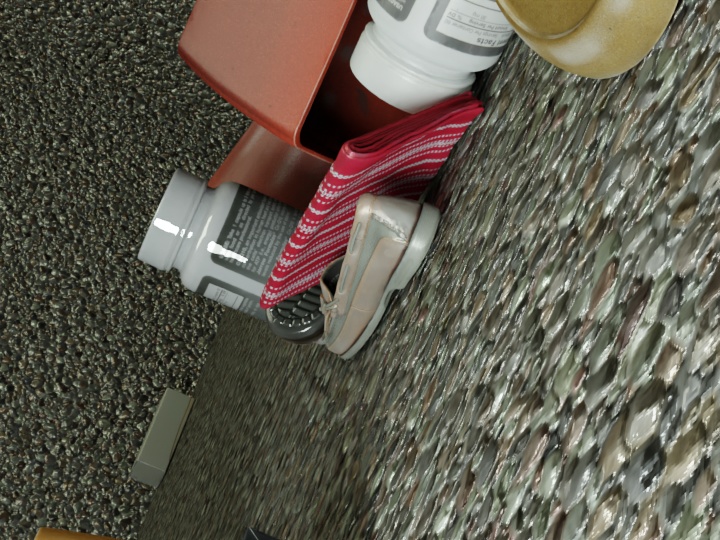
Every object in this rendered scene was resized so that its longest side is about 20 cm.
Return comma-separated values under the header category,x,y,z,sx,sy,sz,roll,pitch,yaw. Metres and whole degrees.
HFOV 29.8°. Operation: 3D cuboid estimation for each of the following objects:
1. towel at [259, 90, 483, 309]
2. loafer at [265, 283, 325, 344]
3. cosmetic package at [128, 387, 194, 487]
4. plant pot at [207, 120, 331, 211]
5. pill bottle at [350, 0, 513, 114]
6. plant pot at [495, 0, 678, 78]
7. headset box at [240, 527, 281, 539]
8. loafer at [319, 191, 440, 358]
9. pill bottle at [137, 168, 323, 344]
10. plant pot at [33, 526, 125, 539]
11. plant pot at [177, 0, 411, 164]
category,x,y,z,sx,sy,sz,roll,pitch,yaw
towel,0.006,-0.051,1.039,0.144,0.022,0.200,-26,-21,-38
loafer,-0.019,0.001,1.203,0.071,0.073,0.200,83,-151,-43
cosmetic package,-0.454,0.381,3.093,0.104,0.073,0.200,124,167,-54
plant pot,-0.107,-0.061,1.584,0.196,0.201,0.201,-59,7,-6
pill bottle,0.074,-0.221,1.011,0.113,0.113,0.200,-80,16,-60
plant pot,0.095,-0.191,0.660,0.200,0.027,0.201,167,90,-71
headset box,-0.078,0.265,0.742,0.149,0.075,0.200,-76,12,-54
loafer,0.000,0.000,1.049,0.200,0.063,0.072,124,168,-54
pill bottle,-0.103,-0.017,1.301,0.114,0.200,0.114,-156,90,-82
plant pot,-0.230,0.323,1.227,0.200,0.183,0.201,-156,90,-83
plant pot,-0.036,-0.204,1.170,0.200,0.176,0.200,19,-85,-61
